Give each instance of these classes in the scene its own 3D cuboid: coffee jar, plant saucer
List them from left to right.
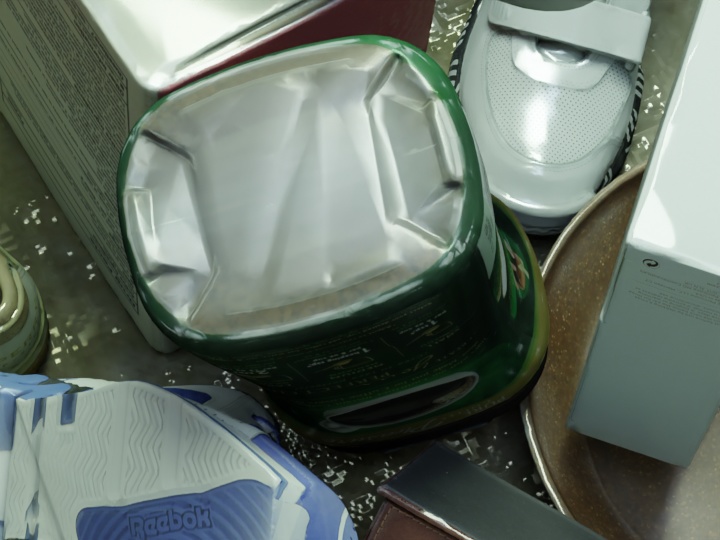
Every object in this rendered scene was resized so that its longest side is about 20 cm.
[{"bbox_3d":[0.000,0.000,0.707,0.104,0.200,0.086,-16,73,7],"label":"coffee jar"},{"bbox_3d":[0.154,0.046,0.806,0.199,0.037,0.201,1,65,-3],"label":"plant saucer"}]

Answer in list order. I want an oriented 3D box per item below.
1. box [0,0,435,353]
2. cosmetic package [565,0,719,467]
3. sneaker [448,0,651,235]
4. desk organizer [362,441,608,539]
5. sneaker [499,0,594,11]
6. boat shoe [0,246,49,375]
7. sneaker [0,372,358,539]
[{"bbox_3d":[-0.056,-0.082,0.762,0.109,0.200,0.128,-29,71,-16],"label":"box"},{"bbox_3d":[0.126,-0.054,0.748,0.051,0.151,0.201,19,66,4],"label":"cosmetic package"},{"bbox_3d":[0.080,-0.120,0.834,0.075,0.115,0.201,13,66,3],"label":"sneaker"},{"bbox_3d":[0.084,0.143,0.724,0.200,0.072,0.077,29,104,10],"label":"desk organizer"},{"bbox_3d":[-0.012,-0.139,0.640,0.199,0.079,0.079,14,65,1],"label":"sneaker"},{"bbox_3d":[-0.194,-0.032,0.808,0.201,0.063,0.073,41,70,14],"label":"boat shoe"},{"bbox_3d":[-0.055,0.069,0.728,0.115,0.199,0.081,4,96,-44],"label":"sneaker"}]
